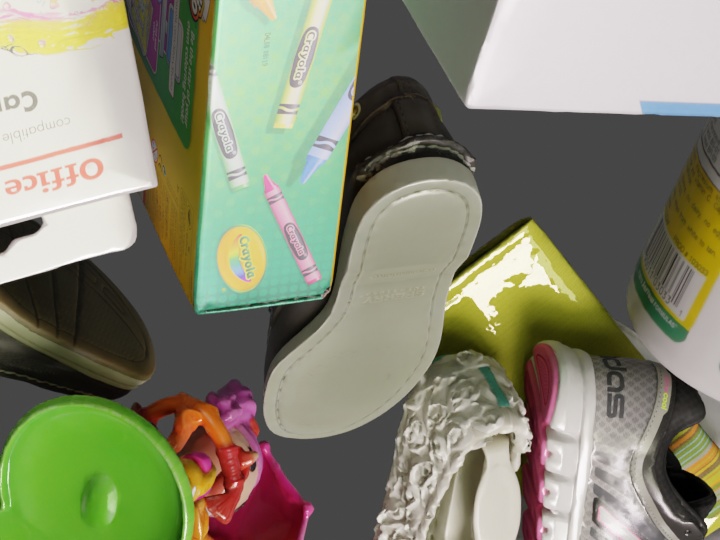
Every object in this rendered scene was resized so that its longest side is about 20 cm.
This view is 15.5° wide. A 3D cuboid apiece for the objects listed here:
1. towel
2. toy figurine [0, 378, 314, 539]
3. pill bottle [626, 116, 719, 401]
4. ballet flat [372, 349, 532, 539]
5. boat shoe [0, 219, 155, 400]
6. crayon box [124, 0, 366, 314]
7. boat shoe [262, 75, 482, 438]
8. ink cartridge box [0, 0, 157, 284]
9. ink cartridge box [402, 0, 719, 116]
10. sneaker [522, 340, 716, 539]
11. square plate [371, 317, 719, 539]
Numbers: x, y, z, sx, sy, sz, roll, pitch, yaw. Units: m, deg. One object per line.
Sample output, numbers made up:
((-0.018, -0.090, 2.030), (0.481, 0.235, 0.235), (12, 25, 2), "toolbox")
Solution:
((0.098, 0.065, 1.221), (0.086, 0.018, 0.200), (-37, 119, 7), "towel")
((-0.085, 0.109, 1.109), (0.149, 0.184, 0.201), (19, 116, 14), "toy figurine")
((0.202, -0.045, 1.143), (0.112, 0.113, 0.201), (5, 125, -27), "pill bottle")
((0.038, 0.133, 1.190), (0.071, 0.072, 0.201), (-4, 119, -22), "ballet flat")
((-0.174, 0.007, 1.048), (0.200, 0.072, 0.066), (28, 118, -33), "boat shoe")
((-0.046, -0.099, 0.980), (0.058, 0.119, 0.201), (-7, 130, -19), "crayon box")
((0.000, 0.000, 1.118), (0.071, 0.061, 0.202), (-2, 146, -22), "boat shoe")
((-0.142, -0.079, 0.946), (0.116, 0.067, 0.201), (-16, 112, -13), "ink cartridge box")
((0.084, -0.170, 0.925), (0.146, 0.201, 0.147), (1, 129, -25), "ink cartridge box")
((0.119, 0.125, 1.204), (0.087, 0.074, 0.201), (-2, 113, -4), "sneaker")
((0.113, 0.132, 1.307), (0.198, 0.029, 0.200), (30, 111, -38), "square plate")
